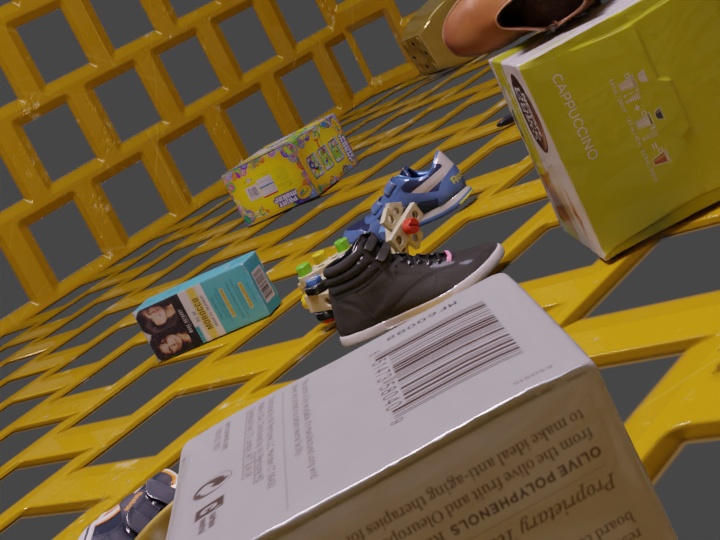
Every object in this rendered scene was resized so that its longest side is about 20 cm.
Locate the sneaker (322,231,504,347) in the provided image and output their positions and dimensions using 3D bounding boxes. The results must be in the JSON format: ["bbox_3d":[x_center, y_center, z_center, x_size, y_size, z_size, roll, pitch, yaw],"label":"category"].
[{"bbox_3d":[0.049,-0.006,1.384,0.198,0.100,0.071,-26,9,3],"label":"sneaker"}]

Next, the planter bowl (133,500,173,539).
[{"bbox_3d":[-0.049,0.176,0.839,0.198,0.084,0.201,-27,11,6],"label":"planter bowl"}]

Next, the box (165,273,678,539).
[{"bbox_3d":[0.033,0.134,0.593,0.198,0.173,0.199,-28,11,1],"label":"box"}]

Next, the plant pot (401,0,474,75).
[{"bbox_3d":[0.229,-0.646,3.628,0.199,0.197,0.194,-39,14,-21],"label":"plant pot"}]

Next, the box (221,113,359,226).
[{"bbox_3d":[-0.144,-0.209,2.722,0.198,0.123,0.193,-21,13,35],"label":"box"}]

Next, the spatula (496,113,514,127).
[{"bbox_3d":[0.311,-0.293,2.237,0.199,0.021,0.057,-34,-1,-15],"label":"spatula"}]

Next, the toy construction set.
[{"bbox_3d":[0.000,0.000,1.531,0.131,0.093,0.199,-37,3,-40],"label":"toy construction set"}]

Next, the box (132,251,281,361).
[{"bbox_3d":[-0.213,0.051,1.820,0.198,0.083,0.049,-23,12,26],"label":"box"}]

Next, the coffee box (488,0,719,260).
[{"bbox_3d":[0.261,-0.157,1.273,0.198,0.202,0.198,-27,11,3],"label":"coffee box"}]

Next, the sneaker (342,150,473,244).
[{"bbox_3d":[0.055,-0.094,1.817,0.198,0.083,0.074,-27,12,15],"label":"sneaker"}]

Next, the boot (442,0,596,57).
[{"bbox_3d":[0.149,-0.254,1.284,0.198,0.074,0.155,-27,14,28],"label":"boot"}]

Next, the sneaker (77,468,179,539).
[{"bbox_3d":[-0.158,0.203,1.003,0.079,0.079,0.200,-32,9,8],"label":"sneaker"}]
